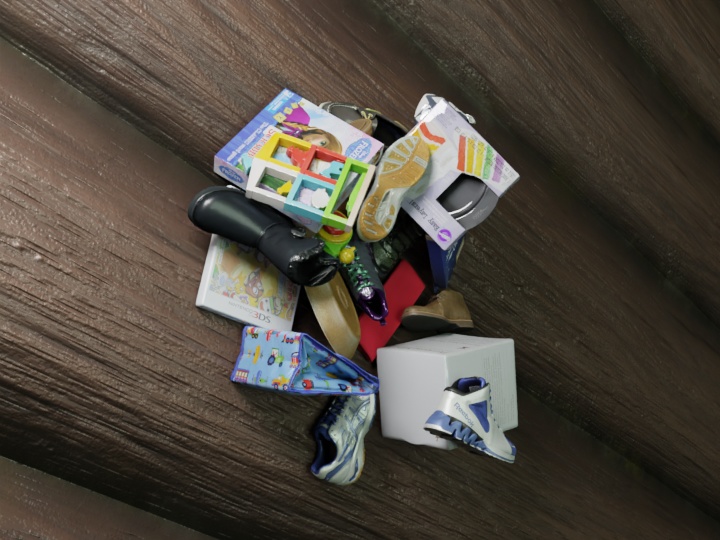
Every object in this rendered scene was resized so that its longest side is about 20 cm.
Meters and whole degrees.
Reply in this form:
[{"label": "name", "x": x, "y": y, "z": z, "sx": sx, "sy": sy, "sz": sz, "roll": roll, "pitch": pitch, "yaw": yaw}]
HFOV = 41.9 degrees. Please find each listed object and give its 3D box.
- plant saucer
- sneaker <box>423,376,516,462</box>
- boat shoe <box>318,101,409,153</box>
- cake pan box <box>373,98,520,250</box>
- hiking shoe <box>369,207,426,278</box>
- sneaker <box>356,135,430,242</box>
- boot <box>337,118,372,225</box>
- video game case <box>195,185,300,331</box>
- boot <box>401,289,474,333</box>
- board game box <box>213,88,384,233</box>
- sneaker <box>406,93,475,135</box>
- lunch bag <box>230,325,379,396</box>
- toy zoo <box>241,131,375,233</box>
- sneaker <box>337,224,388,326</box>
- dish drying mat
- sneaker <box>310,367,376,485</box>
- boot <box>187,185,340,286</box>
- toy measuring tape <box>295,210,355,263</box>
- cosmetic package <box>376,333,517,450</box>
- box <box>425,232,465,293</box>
[{"label": "plant saucer", "x": -0.043, "y": 0.050, "z": 1.534, "sx": 0.200, "sy": 0.035, "sz": 0.201, "roll": -24, "pitch": 90, "yaw": -82}, {"label": "sneaker", "x": 0.197, "y": 0.241, "z": 1.559, "sx": 0.199, "sy": 0.080, "sz": 0.116, "roll": 32, "pitch": 72, "yaw": -37}, {"label": "boat shoe", "x": 0.012, "y": -0.259, "z": 1.688, "sx": 0.201, "sy": 0.060, "sz": 0.072, "roll": 16, "pitch": 75, "yaw": -42}, {"label": "cake pan box", "x": 0.148, "y": -0.160, "z": 1.616, "sx": 0.200, "sy": 0.184, "sz": 0.052, "roll": 47, "pitch": 12, "yaw": 6}, {"label": "hiking shoe", "x": 0.070, "y": -0.071, "z": 1.694, "sx": 0.076, "sy": 0.100, "sz": 0.201, "roll": 45, "pitch": 57, "yaw": -30}, {"label": "sneaker", "x": 0.045, "y": -0.137, "z": 1.578, "sx": 0.075, "sy": 0.088, "sz": 0.200, "roll": 32, "pitch": 75, "yaw": -5}, {"label": "boot", "x": -0.019, "y": -0.150, "z": 1.634, "sx": 0.200, "sy": 0.074, "sz": 0.155, "roll": -50, "pitch": 125, "yaw": -14}, {"label": "video game case", "x": -0.166, "y": -0.011, "z": 1.516, "sx": 0.182, "sy": 0.023, "sz": 0.201, "roll": 25, "pitch": 68, "yaw": -40}, {"label": "boot", "x": 0.140, "y": 0.075, "z": 1.775, "sx": 0.200, "sy": 0.073, "sz": 0.076, "roll": 10, "pitch": 67, "yaw": -51}, {"label": "board game box", "x": -0.096, "y": -0.181, "z": 1.506, "sx": 0.199, "sy": 0.041, "sz": 0.200, "roll": 30, "pitch": 55, "yaw": 11}, {"label": "sneaker", "x": 0.140, "y": -0.202, "z": 1.677, "sx": 0.200, "sy": 0.129, "sz": 0.079, "roll": -67, "pitch": 163, "yaw": 0}, {"label": "lunch bag", "x": -0.077, "y": 0.162, "z": 1.491, "sx": 0.200, "sy": 0.150, "sz": 0.095, "roll": 24, "pitch": 75, "yaw": -41}, {"label": "toy zoo", "x": -0.089, "y": -0.142, "z": 1.441, "sx": 0.199, "sy": 0.020, "sz": 0.132, "roll": 20, "pitch": 54, "yaw": 2}, {"label": "sneaker", "x": 0.000, "y": 0.000, "z": 1.597, "sx": 0.074, "sy": 0.088, "sz": 0.200, "roll": -31, "pitch": 117, "yaw": 0}, {"label": "dish drying mat", "x": 0.049, "y": 0.071, "z": 1.716, "sx": 0.077, "sy": 0.018, "sz": 0.200, "roll": 55, "pitch": 53, "yaw": -24}, {"label": "sneaker", "x": -0.031, "y": 0.257, "z": 1.578, "sx": 0.088, "sy": 0.075, "sz": 0.201, "roll": 19, "pitch": 72, "yaw": -40}, {"label": "boot", "x": -0.140, "y": -0.049, "z": 1.409, "sx": 0.200, "sy": 0.168, "sz": 0.077, "roll": 17, "pitch": 106, "yaw": -44}, {"label": "toy measuring tape", "x": -0.073, "y": -0.091, "z": 1.540, "sx": 0.073, "sy": 0.074, "sz": 0.200, "roll": -29, "pitch": 72, "yaw": -42}, {"label": "cosmetic package", "x": 0.158, "y": 0.212, "z": 1.692, "sx": 0.199, "sy": 0.167, "sz": 0.167, "roll": -8, "pitch": 96, "yaw": -44}, {"label": "box", "x": 0.162, "y": -0.052, "z": 1.759, "sx": 0.200, "sy": 0.032, "sz": 0.121, "roll": 76, "pitch": 33, "yaw": -56}]
